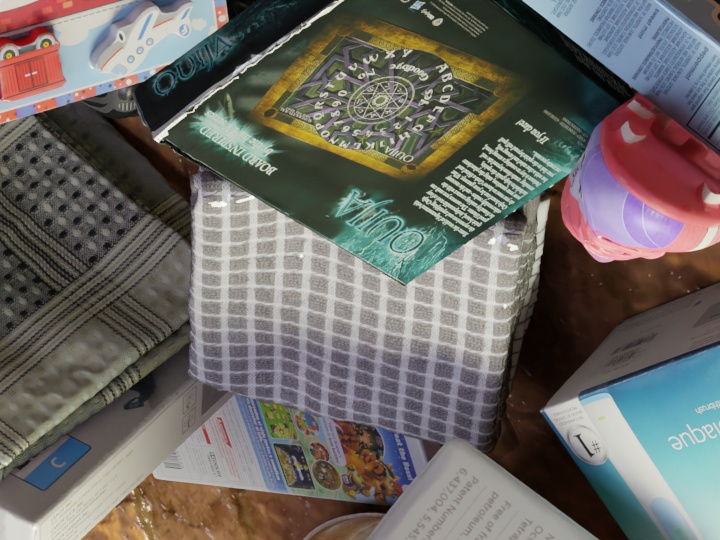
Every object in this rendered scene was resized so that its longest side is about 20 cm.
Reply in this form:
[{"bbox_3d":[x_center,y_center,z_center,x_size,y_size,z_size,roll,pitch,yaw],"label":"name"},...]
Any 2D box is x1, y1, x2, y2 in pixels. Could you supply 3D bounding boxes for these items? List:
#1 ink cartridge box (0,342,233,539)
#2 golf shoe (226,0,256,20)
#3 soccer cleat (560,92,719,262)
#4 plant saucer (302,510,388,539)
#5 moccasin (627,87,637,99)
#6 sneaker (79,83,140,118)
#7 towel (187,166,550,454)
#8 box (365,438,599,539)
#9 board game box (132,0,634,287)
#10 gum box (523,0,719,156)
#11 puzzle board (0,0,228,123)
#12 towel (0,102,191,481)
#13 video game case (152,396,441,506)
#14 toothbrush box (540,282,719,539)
[{"bbox_3d":[-0.177,0.055,1.530,0.176,0.200,0.045,24,133,22],"label":"ink cartridge box"},{"bbox_3d":[-0.062,-0.106,1.437,0.200,0.078,0.095,24,133,24],"label":"golf shoe"},{"bbox_3d":[0.110,-0.028,1.177,0.067,0.200,0.076,37,104,-1],"label":"soccer cleat"},{"bbox_3d":[0.050,0.206,1.613,0.200,0.032,0.200,20,132,24],"label":"plant saucer"},{"bbox_3d":[0.207,-0.043,1.268,0.201,0.078,0.074,31,135,16],"label":"moccasin"},{"bbox_3d":[-0.189,-0.126,1.517,0.200,0.083,0.071,29,135,18],"label":"sneaker"},{"bbox_3d":[0.000,0.000,1.410,0.165,0.086,0.200,14,145,8],"label":"towel"},{"bbox_3d":[0.046,0.222,1.415,0.171,0.200,0.199,37,164,9],"label":"box"},{"bbox_3d":[0.016,-0.067,1.220,0.135,0.200,0.028,-34,58,17],"label":"board game box"},{"bbox_3d":[0.159,-0.116,1.182,0.200,0.170,0.045,40,132,8],"label":"gum box"},{"bbox_3d":[-0.153,-0.136,1.285,0.017,0.200,0.151,38,140,53],"label":"puzzle board"},{"bbox_3d":[-0.178,-0.011,1.504,0.193,0.200,0.035,41,144,15],"label":"towel"},{"bbox_3d":[-0.052,0.058,1.595,0.200,0.018,0.143,4,122,37],"label":"video game case"},{"bbox_3d":[0.204,0.105,1.378,0.146,0.085,0.200,-23,107,46],"label":"toothbrush box"}]
